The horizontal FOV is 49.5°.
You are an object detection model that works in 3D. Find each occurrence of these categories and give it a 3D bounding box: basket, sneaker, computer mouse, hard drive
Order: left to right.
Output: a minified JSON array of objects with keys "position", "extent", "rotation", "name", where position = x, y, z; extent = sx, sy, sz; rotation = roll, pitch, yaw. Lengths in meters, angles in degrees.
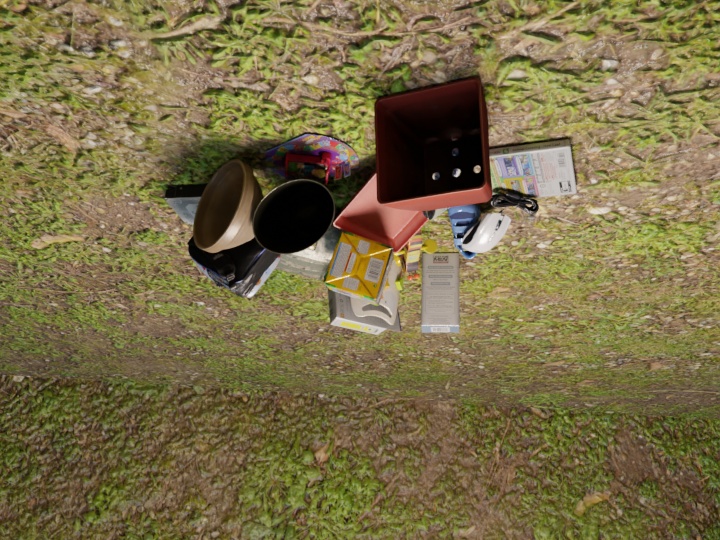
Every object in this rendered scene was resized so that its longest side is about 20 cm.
[{"position":[-0.334,-0.152,1.807],"extent":[0.198,0.038,0.140],"rotation":[0,157,10],"name":"hard drive"},{"position":[-0.120,-0.121,1.646],"extent":[0.179,0.137,0.200],"rotation":[-30,-176,11],"name":"basket"},{"position":[0.184,-0.194,1.608],"extent":[0.085,0.077,0.201],"rotation":[-21,154,-29],"name":"sneaker"},{"position":[0.246,-0.096,1.810],"extent":[0.073,0.083,0.200],"rotation":[-3,155,17],"name":"sneaker"},{"position":[0.298,-0.095,1.731],"extent":[0.109,0.044,0.200],"rotation":[12,137,-23],"name":"computer mouse"}]

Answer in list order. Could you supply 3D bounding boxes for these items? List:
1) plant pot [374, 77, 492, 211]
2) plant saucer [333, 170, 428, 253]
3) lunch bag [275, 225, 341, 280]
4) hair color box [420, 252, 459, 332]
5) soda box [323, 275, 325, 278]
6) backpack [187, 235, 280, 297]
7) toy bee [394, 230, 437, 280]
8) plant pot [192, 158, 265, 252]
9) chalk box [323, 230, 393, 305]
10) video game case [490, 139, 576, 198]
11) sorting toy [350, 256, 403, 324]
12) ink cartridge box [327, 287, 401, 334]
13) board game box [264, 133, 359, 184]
[{"position":[0.150,-0.205,1.432],"extent":[0.198,0.202,0.176],"rotation":[-7,165,22],"name":"plant pot"},{"position":[0.067,-0.144,1.682],"extent":[0.199,0.037,0.200],"rotation":[22,122,-39],"name":"plant saucer"},{"position":[-0.132,-0.074,1.870],"extent":[0.163,0.119,0.200],"rotation":[14,149,-17],"name":"lunch bag"},{"position":[0.208,0.057,2.028],"extent":[0.098,0.202,0.061],"rotation":[0,158,7],"name":"hair color box"},{"position":[-0.048,0.004,1.933],"extent":[0.063,0.071,0.200],"rotation":[24,-175,-19],"name":"soda box"},{"position":[-0.283,-0.046,1.761],"extent":[0.189,0.200,0.155],"rotation":[29,155,22],"name":"backpack"},{"position":[0.128,-0.039,1.921],"extent":[0.130,0.110,0.200],"rotation":[-20,158,7],"name":"toy bee"},{"position":[-0.261,-0.124,1.641],"extent":[0.092,0.203,0.200],"rotation":[23,151,-35],"name":"plant pot"},{"position":[0.000,0.000,1.750],"extent":[0.123,0.126,0.200],"rotation":[18,174,4],"name":"chalk box"},{"position":[0.349,-0.203,1.618],"extent":[0.180,0.022,0.200],"rotation":[-5,157,18],"name":"video game case"},{"position":[0.041,0.047,2.052],"extent":[0.198,0.182,0.107],"rotation":[15,155,-29],"name":"sorting toy"},{"position":[0.005,0.072,2.093],"extent":[0.199,0.199,0.047],"rotation":[17,138,-29],"name":"ink cartridge box"},{"position":[-0.104,-0.214,1.620],"extent":[0.199,0.039,0.157],"rotation":[-15,152,36],"name":"board game box"}]
